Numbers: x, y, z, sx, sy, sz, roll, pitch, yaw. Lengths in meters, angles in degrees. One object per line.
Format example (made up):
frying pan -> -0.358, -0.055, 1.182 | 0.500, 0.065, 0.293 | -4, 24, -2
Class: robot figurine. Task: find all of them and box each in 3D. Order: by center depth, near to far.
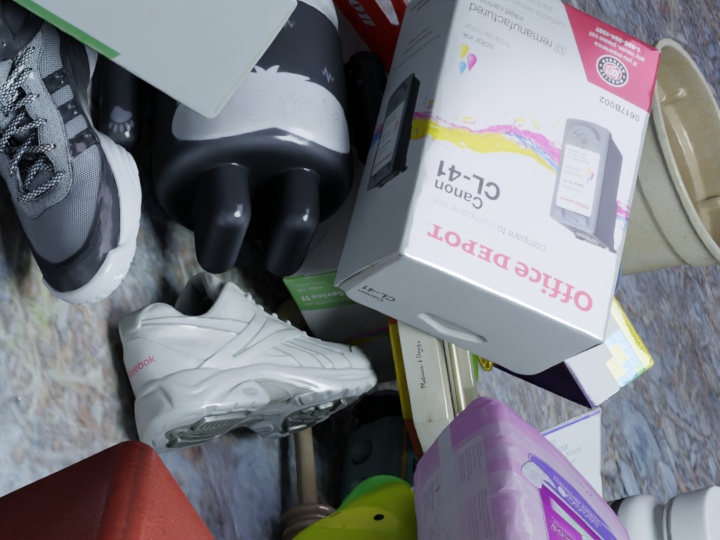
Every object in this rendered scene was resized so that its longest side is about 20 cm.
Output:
robot figurine -> -0.068, -0.097, 1.224 | 0.150, 0.124, 0.202 | 29, 47, -46

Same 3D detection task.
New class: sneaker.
sneaker -> -0.183, -0.081, 1.060 | 0.114, 0.075, 0.202 | 25, 45, -56
sneaker -> -0.064, 0.045, 1.193 | 0.199, 0.078, 0.100 | 1, 62, -55

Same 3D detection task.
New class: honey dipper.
honey dipper -> -0.034, 0.105, 1.269 | 0.038, 0.038, 0.201 | 40, 37, -47

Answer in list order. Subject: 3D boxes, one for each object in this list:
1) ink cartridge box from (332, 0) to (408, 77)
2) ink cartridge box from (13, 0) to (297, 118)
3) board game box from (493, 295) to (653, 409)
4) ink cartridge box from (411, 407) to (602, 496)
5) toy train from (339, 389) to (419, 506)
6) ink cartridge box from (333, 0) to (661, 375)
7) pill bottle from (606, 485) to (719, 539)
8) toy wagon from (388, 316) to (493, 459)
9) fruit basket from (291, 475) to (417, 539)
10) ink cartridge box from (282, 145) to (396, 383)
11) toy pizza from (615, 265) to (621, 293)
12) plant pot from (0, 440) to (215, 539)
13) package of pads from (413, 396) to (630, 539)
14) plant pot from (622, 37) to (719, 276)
ink cartridge box -> -0.038, -0.174, 1.317 | 0.044, 0.173, 0.200 | -51, 128, -14
ink cartridge box -> -0.136, -0.188, 1.093 | 0.146, 0.083, 0.200 | 29, 17, -34
board game box -> 0.100, -0.001, 1.365 | 0.166, 0.056, 0.200 | 59, -10, -12
ink cartridge box -> 0.079, 0.201, 1.235 | 0.197, 0.043, 0.202 | -16, 108, -43
toy train -> 0.032, 0.170, 1.312 | 0.114, 0.085, 0.201 | 40, 38, -32
ink cartridge box -> 0.084, -0.061, 1.194 | 0.147, 0.086, 0.202 | 23, 64, -20
pill bottle -> 0.169, 0.221, 1.404 | 0.114, 0.199, 0.115 | 43, 36, -44
toy wagon -> 0.055, 0.057, 1.292 | 0.200, 0.039, 0.157 | -12, 93, -81
fruit basket -> -0.014, 0.196, 1.050 | 0.155, 0.214, 0.217 | 29, 47, -54
ink cartridge box -> 0.000, 0.000, 1.339 | 0.200, 0.067, 0.118 | 65, 18, -58
toy pizza -> 0.135, -0.067, 1.448 | 0.200, 0.032, 0.201 | 50, 29, -41
plant pot -> -0.126, 0.191, 0.859 | 0.201, 0.199, 0.177 | 59, 17, -24
package of pads -> 0.086, 0.155, 1.011 | 0.120, 0.076, 0.200 | 42, 15, -13
plant pot -> 0.210, -0.070, 1.713 | 0.200, 0.182, 0.202 | 43, 36, -43
